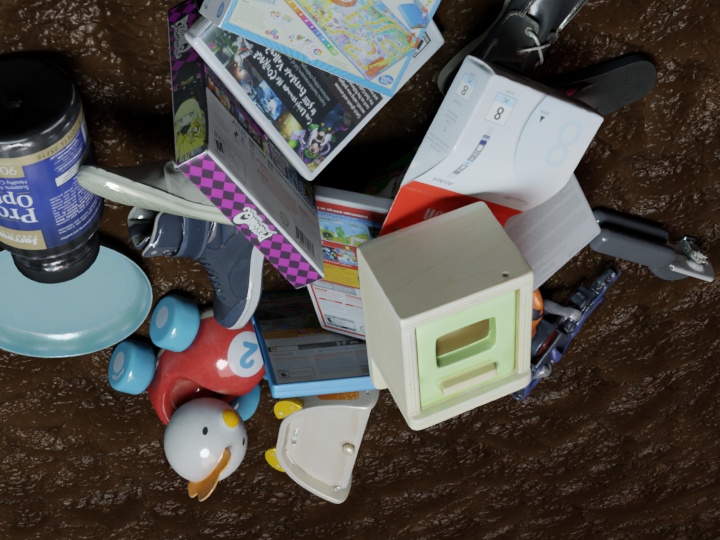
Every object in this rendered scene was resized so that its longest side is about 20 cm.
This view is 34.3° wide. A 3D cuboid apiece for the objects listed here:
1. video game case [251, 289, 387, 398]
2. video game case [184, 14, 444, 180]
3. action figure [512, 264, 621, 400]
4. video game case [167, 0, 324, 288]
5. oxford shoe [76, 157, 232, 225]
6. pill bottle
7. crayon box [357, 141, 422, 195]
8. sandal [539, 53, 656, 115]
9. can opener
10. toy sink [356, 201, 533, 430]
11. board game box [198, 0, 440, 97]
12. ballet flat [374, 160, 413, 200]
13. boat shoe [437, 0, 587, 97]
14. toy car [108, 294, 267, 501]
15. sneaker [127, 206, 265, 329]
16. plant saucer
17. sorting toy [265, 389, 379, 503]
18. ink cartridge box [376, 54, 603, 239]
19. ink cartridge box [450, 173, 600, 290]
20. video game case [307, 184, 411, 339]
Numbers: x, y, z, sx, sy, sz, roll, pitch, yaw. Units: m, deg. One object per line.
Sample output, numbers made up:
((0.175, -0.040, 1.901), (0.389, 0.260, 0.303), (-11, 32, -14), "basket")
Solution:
((-0.040, 0.072, 1.260), (0.141, 0.200, 0.018), (-4, 117, -12), "video game case")
((-0.032, -0.199, 0.997), (0.182, 0.023, 0.200), (-46, 139, -4), "video game case")
((0.212, 0.045, 1.411), (0.200, 0.105, 0.193), (-49, 144, 1), "action figure")
((-0.099, -0.108, 1.022), (0.036, 0.183, 0.200), (-22, 143, 16), "video game case")
((-0.164, -0.079, 1.055), (0.199, 0.058, 0.075), (9, -178, -41), "oxford shoe")
((-0.292, -0.083, 1.052), (0.111, 0.113, 0.201), (-8, 142, -7), "pill bottle")
((0.095, -0.049, 1.255), (0.118, 0.059, 0.199), (-36, 137, 26), "crayon box")
((0.202, -0.157, 1.163), (0.198, 0.045, 0.075), (-20, 143, 8), "sandal")
((0.338, -0.020, 1.371), (0.198, 0.053, 0.066), (16, 134, -33), "can opener")
((0.081, 0.060, 1.081), (0.129, 0.112, 0.201), (-19, 137, -13), "toy sink")
((-0.018, -0.231, 0.939), (0.199, 0.034, 0.135), (14, 110, -46), "board game box")
((0.036, -0.039, 1.155), (0.071, 0.072, 0.201), (-7, 137, -8), "ballet flat")
((0.152, -0.208, 1.069), (0.071, 0.068, 0.200), (18, 130, -34), "boat shoe")
((-0.166, 0.161, 1.323), (0.183, 0.201, 0.177), (21, 131, -37), "toy car")
((-0.169, -0.016, 1.189), (0.145, 0.077, 0.204), (-7, 134, -27), "sneaker")
((-0.323, 0.024, 1.246), (0.198, 0.028, 0.201), (-9, 142, -7), "plant saucer")
((-0.035, 0.133, 1.352), (0.106, 0.181, 0.201), (15, 138, 0), "sorting toy")
((0.116, -0.080, 1.067), (0.159, 0.047, 0.201), (11, 113, -43), "ink cartridge box")
((0.148, -0.055, 1.181), (0.162, 0.057, 0.200), (-40, 132, -3), "ink cartridge box")
((0.000, 0.000, 1.162), (0.142, 0.018, 0.201), (13, 140, 29), "video game case")
